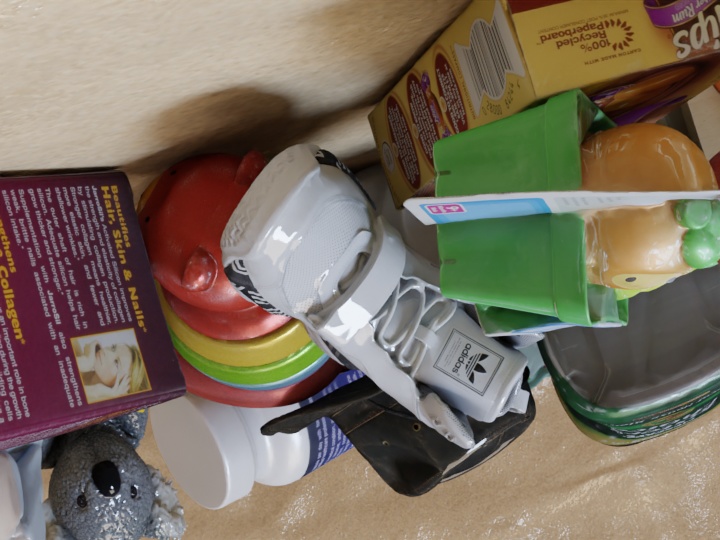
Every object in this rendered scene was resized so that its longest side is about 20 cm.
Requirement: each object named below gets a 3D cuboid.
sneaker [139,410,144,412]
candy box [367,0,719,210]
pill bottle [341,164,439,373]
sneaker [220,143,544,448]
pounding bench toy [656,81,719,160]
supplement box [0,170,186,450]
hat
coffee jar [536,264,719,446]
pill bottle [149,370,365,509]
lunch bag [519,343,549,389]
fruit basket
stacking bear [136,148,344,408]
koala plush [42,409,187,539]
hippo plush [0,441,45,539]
[{"bbox_3d":[-0.115,0.032,0.993,0.077,0.073,0.200,16,148,-33],"label":"sneaker"},{"bbox_3d":[0.086,-0.085,0.692,0.116,0.057,0.200,-15,172,-17],"label":"candy box"},{"bbox_3d":[0.000,0.000,0.977,0.113,0.114,0.200,-13,172,-39],"label":"pill bottle"},{"bbox_3d":[0.017,0.015,0.702,0.075,0.115,0.200,-56,156,-7],"label":"sneaker"},{"bbox_3d":[0.189,-0.067,0.836,0.199,0.125,0.156,-17,175,-5],"label":"pounding bench toy"},{"bbox_3d":[-0.177,0.025,0.659,0.085,0.111,0.200,-20,174,31],"label":"supplement box"},{"bbox_3d":[0.046,0.085,0.921,0.200,0.081,0.201,-26,177,-1],"label":"hat"},{"bbox_3d":[0.148,0.040,0.814,0.104,0.086,0.200,-23,167,5],"label":"coffee jar"},{"bbox_3d":[-0.045,0.084,1.116,0.199,0.116,0.116,-27,-179,-34],"label":"pill bottle"},{"bbox_3d":[0.037,0.049,1.266,0.122,0.171,0.200,-28,-177,-43],"label":"lunch bag"},{"bbox_3d":[0.133,-0.016,0.613,0.199,0.094,0.185,3,179,16],"label":"fruit basket"},{"bbox_3d":[-0.062,0.000,0.804,0.122,0.113,0.200,-57,167,-11],"label":"stacking bear"},{"bbox_3d":[-0.248,0.171,1.442,0.176,0.201,0.184,-16,175,-22],"label":"koala plush"},{"bbox_3d":[-0.269,0.085,0.893,0.160,0.201,0.160,-7,131,1],"label":"hippo plush"}]
